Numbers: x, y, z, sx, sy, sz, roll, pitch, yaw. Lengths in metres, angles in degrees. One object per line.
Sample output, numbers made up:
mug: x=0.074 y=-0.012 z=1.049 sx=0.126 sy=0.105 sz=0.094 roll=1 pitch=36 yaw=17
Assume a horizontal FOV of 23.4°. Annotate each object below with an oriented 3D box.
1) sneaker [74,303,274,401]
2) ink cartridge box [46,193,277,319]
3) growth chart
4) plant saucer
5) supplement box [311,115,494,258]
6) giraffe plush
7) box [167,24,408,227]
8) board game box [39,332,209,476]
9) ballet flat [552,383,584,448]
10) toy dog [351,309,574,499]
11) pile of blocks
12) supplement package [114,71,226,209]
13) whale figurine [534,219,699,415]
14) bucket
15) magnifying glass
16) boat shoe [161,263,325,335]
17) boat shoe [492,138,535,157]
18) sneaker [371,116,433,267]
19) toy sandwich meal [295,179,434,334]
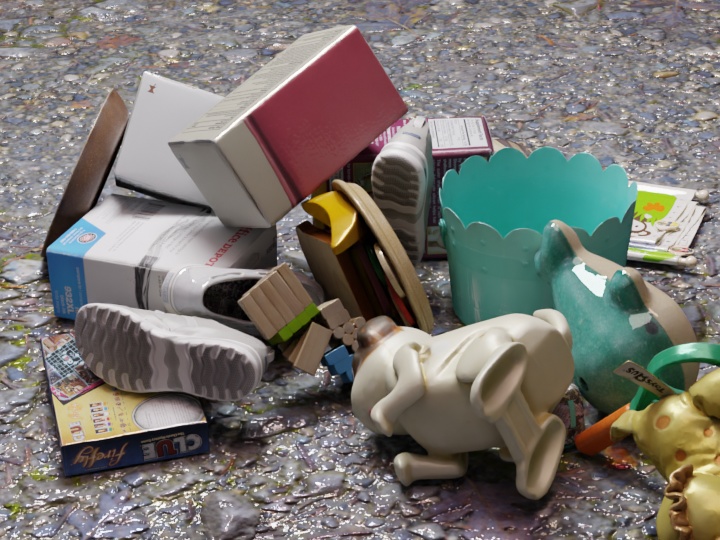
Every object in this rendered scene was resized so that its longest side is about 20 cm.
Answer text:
sneaker: x=-0.174 y=0.076 z=1.622 sx=0.198 sy=0.075 sz=0.082 roll=16 pitch=16 yaw=19
ink cartridge box: x=-0.202 y=-0.003 z=1.809 sx=0.198 sy=0.084 sz=0.145 roll=9 pitch=29 yaw=19
growth chart: x=0.315 y=-0.055 z=1.941 sx=0.143 sy=0.018 sz=0.200 roll=6 pitch=28 yaw=16
plant saucer: x=-0.297 y=-0.101 z=1.910 sx=0.034 sy=0.201 sz=0.201 roll=24 pitch=28 yaw=-7
supplement box: x=0.044 y=-0.090 z=1.904 sx=0.198 sy=0.132 sz=0.103 roll=-2 pitch=28 yaw=-1
giraffe plush: x=0.291 y=0.174 z=1.391 sx=0.198 sy=0.173 sz=0.163 roll=16 pitch=49 yaw=-15
box: x=-0.073 y=-0.145 z=1.764 sx=0.200 sy=0.109 sz=0.128 roll=-41 pitch=19 yaw=-20
board game box: x=-0.226 y=0.115 z=1.644 sx=0.134 sy=0.035 sz=0.200 roll=-8 pitch=29 yaw=-12
ballet flat: x=0.139 y=0.093 z=1.624 sx=0.072 sy=0.073 sz=0.200 roll=-19 pitch=32 yaw=-29
toy dog: x=0.076 y=0.095 z=1.537 sx=0.199 sy=0.140 sz=0.195 roll=-1 pitch=51 yaw=38
pile of blocks: x=-0.031 y=0.069 z=1.655 sx=0.199 sy=0.083 sz=0.062 roll=29 pitch=-14 yaw=-13
supplement package: x=-0.200 y=-0.136 z=1.911 sx=0.116 sy=0.118 sz=0.200 roll=18 pitch=-3 yaw=-6
whale figurine: x=0.218 y=0.050 z=1.598 sx=0.103 sy=0.159 sz=0.200 roll=-34 pitch=71 yaw=-20
bucket: x=0.179 y=-0.026 z=1.771 sx=0.205 sy=0.136 sz=0.208 roll=-1 pitch=28 yaw=0
magnifying glass: x=0.250 y=0.113 z=1.482 sx=0.079 sy=0.200 sz=0.023 roll=24 pitch=52 yaw=-20
boat shoe: x=-0.099 y=0.028 z=1.697 sx=0.199 sy=0.073 sz=0.068 roll=17 pitch=-1 yaw=-45
boat shoe: x=0.196 y=-0.107 z=1.986 sx=0.073 sy=0.075 sz=0.200 roll=-12 pitch=31 yaw=-17
sneaker: x=0.048 y=-0.073 z=1.796 sx=0.074 sy=0.201 sz=0.082 roll=24 pitch=54 yaw=7
toy sandwich meal: x=0.000 y=0.000 z=1.707 sx=0.070 sy=0.206 sz=0.205 roll=-29 pitch=33 yaw=-7
